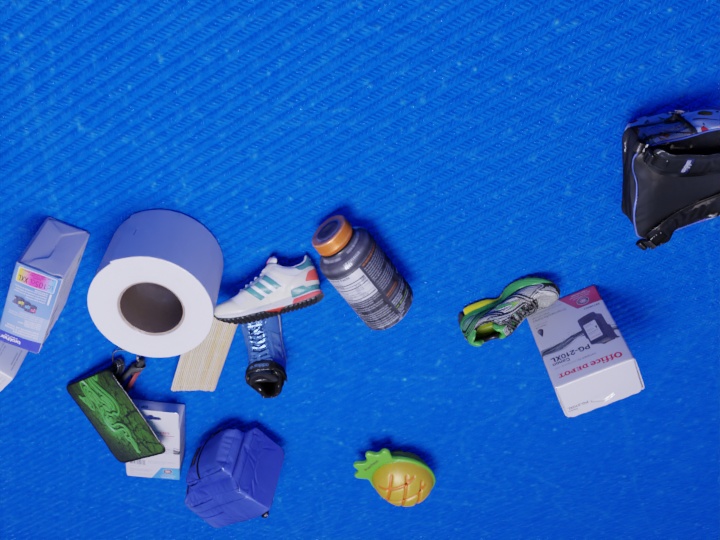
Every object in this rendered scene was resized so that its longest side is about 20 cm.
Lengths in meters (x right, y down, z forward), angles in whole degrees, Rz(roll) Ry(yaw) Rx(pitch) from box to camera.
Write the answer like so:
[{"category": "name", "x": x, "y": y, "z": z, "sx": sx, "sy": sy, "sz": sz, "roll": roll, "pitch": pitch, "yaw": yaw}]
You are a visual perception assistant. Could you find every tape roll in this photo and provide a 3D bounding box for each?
[{"category": "tape roll", "x": -0.334, "y": 0.022, "z": 1.068, "sx": 0.196, "sy": 0.141, "sz": 0.207, "roll": -1, "pitch": 125, "yaw": -2}]

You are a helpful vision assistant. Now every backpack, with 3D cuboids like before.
[{"category": "backpack", "x": -0.280, "y": 0.427, "z": 1.348, "sx": 0.198, "sy": 0.164, "sz": 0.168, "roll": -32, "pitch": 113, "yaw": 33}, {"category": "backpack", "x": 0.502, "y": -0.158, "z": 0.990, "sx": 0.185, "sy": 0.156, "sz": 0.203, "roll": -9, "pitch": 132, "yaw": 13}]

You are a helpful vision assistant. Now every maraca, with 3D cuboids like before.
[{"category": "maraca", "x": 0.076, "y": 0.451, "z": 1.412, "sx": 0.197, "sy": 0.108, "sz": 0.137, "roll": 31, "pitch": 119, "yaw": -22}]

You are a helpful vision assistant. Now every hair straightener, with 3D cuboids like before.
[{"category": "hair straightener", "x": -0.481, "y": 0.217, "z": 1.252, "sx": 0.076, "sy": 0.041, "sz": 0.200, "roll": 28, "pitch": 124, "yaw": -20}]

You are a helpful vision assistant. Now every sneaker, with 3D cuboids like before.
[{"category": "sneaker", "x": 0.279, "y": 0.084, "z": 1.184, "sx": 0.197, "sy": 0.086, "sz": 0.078, "roll": -30, "pitch": 122, "yaw": 15}, {"category": "sneaker", "x": -0.180, "y": 0.146, "z": 1.181, "sx": 0.074, "sy": 0.112, "sz": 0.204, "roll": -7, "pitch": 125, "yaw": 2}, {"category": "sneaker", "x": -0.165, "y": 0.031, "z": 1.121, "sx": 0.194, "sy": 0.096, "sz": 0.070, "roll": -14, "pitch": 168, "yaw": -2}]

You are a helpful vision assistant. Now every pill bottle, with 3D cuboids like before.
[{"category": "pill bottle", "x": 0.000, "y": 0.000, "z": 1.095, "sx": 0.105, "sy": 0.107, "sz": 0.201, "roll": -29, "pitch": 122, "yaw": 16}]

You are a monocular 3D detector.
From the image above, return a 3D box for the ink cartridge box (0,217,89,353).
[{"category": "ink cartridge box", "x": -0.531, "y": 0.036, "z": 1.066, "sx": 0.075, "sy": 0.138, "sz": 0.202, "roll": 22, "pitch": 121, "yaw": -16}]

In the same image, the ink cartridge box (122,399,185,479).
[{"category": "ink cartridge box", "x": -0.423, "y": 0.336, "z": 1.324, "sx": 0.112, "sy": 0.069, "sz": 0.204, "roll": 7, "pitch": 124, "yaw": -7}]

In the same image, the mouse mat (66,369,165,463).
[{"category": "mouse mat", "x": -0.480, "y": 0.291, "z": 1.257, "sx": 0.158, "sy": 0.008, "sz": 0.203, "roll": -20, "pitch": 106, "yaw": 32}]

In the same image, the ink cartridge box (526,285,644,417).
[{"category": "ink cartridge box", "x": 0.400, "y": 0.142, "z": 1.161, "sx": 0.142, "sy": 0.202, "sz": 0.085, "roll": -24, "pitch": 124, "yaw": 13}]

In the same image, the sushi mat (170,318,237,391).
[{"category": "sushi mat", "x": -0.297, "y": 0.159, "z": 1.226, "sx": 0.093, "sy": 0.012, "sz": 0.203, "roll": 4, "pitch": 127, "yaw": -30}]

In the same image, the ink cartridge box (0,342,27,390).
[{"category": "ink cartridge box", "x": -0.742, "y": 0.154, "z": 1.168, "sx": 0.146, "sy": 0.087, "sz": 0.199, "roll": -37, "pitch": 121, "yaw": 21}]
